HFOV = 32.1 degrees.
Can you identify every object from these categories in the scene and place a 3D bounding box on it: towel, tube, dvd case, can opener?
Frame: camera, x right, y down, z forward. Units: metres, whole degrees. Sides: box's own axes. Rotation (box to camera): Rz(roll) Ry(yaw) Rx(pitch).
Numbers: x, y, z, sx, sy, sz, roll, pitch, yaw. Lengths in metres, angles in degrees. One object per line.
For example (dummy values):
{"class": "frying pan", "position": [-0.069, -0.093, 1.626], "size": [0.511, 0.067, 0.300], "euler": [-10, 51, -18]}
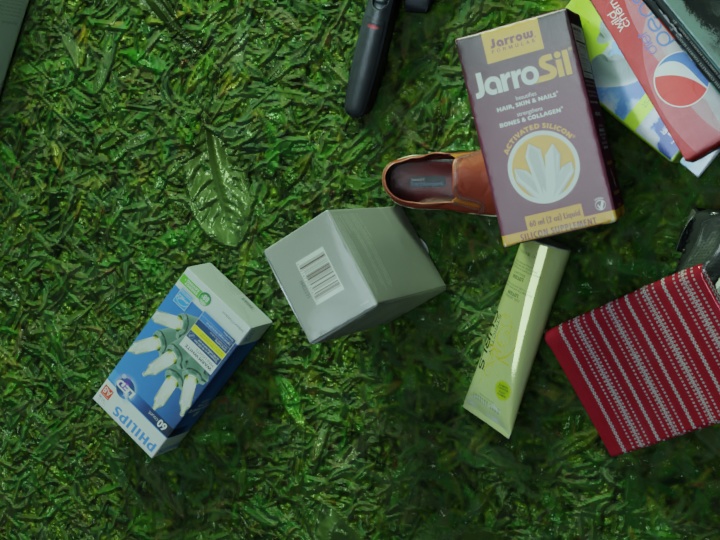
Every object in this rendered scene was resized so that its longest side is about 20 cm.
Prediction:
{"class": "towel", "position": [0.278, 0.089, 1.186], "size": [0.200, 0.022, 0.145], "euler": [-30, 90, 45]}
{"class": "tube", "position": [0.158, 0.064, 1.266], "size": [0.052, 0.058, 0.201], "euler": [18, 103, 3]}
{"class": "dvd case", "position": [0.343, -0.209, 1.112], "size": [0.200, 0.146, 0.022], "euler": [52, 145, 0]}
{"class": "can opener", "position": [0.022, -0.254, 1.290], "size": [0.078, 0.063, 0.201], "euler": [24, 102, 18]}

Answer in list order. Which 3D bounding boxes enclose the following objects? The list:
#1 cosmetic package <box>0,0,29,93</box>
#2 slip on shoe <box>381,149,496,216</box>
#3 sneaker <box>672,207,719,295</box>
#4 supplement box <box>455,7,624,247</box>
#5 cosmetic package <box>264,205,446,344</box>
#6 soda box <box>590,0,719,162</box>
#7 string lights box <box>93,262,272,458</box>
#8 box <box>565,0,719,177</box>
{"class": "cosmetic package", "position": [-0.510, -0.319, 1.470], "size": [0.199, 0.123, 0.201], "euler": [25, 104, 19]}
{"class": "slip on shoe", "position": [0.113, -0.091, 1.267], "size": [0.199, 0.061, 0.074], "euler": [1, 92, 21]}
{"class": "sneaker", "position": [0.330, -0.011, 1.186], "size": [0.200, 0.066, 0.091], "euler": [-47, 61, 27]}
{"class": "supplement box", "position": [0.170, -0.133, 1.178], "size": [0.110, 0.086, 0.201], "euler": [-13, 93, 18]}
{"class": "cosmetic package", "position": [0.000, 0.000, 1.247], "size": [0.090, 0.200, 0.107], "euler": [-31, 80, 19]}
{"class": "soda box", "position": [0.279, -0.200, 1.140], "size": [0.070, 0.063, 0.200], "euler": [-32, 82, 20]}
{"class": "string lights box", "position": [-0.201, 0.101, 1.409], "size": [0.103, 0.059, 0.200], "euler": [42, 108, 13]}
{"class": "box", "position": [0.281, -0.197, 1.199], "size": [0.200, 0.048, 0.122], "euler": [43, 108, 15]}
